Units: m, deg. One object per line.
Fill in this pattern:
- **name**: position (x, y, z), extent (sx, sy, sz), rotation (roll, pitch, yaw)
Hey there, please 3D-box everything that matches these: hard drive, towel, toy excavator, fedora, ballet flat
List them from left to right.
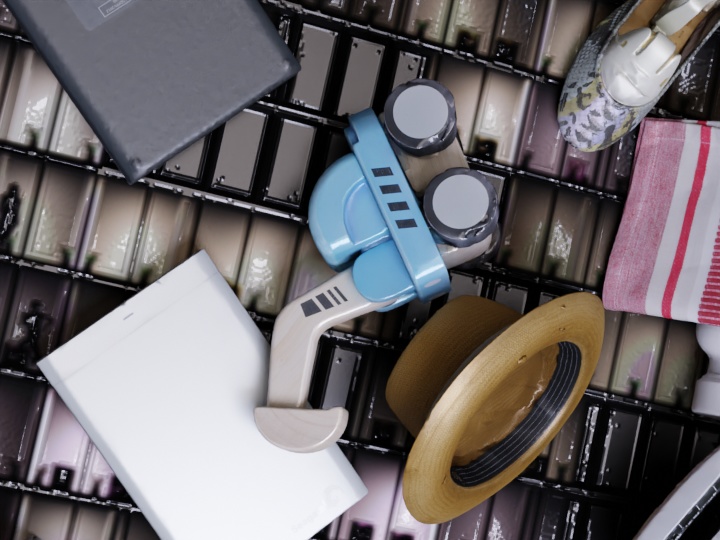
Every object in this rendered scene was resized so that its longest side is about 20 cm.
- **hard drive**: position (-0.150, -0.177, 0.873), extent (0.139, 0.033, 0.200), rotation (-35, 97, -12)
- **hard drive**: position (-0.103, 0.105, 0.881), extent (0.132, 0.026, 0.200), rotation (-35, 96, -12)
- **toy excavator**: position (0.000, 0.000, 0.871), extent (0.200, 0.100, 0.195), rotation (-24, 78, 2)
- **fedora**: position (0.077, 0.074, 0.874), extent (0.201, 0.201, 0.082), rotation (-45, 62, -11)
- **ballet flat**: position (0.214, -0.171, 0.946), extent (0.072, 0.072, 0.200), rotation (41, 80, -10)
- **towel**: position (0.262, -0.032, 0.898), extent (0.023, 0.200, 0.144), rotation (18, 83, -45)

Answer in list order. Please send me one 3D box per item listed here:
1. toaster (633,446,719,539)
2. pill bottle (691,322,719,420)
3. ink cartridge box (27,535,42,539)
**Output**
- **toaster**: position (0.260, 0.199, 0.893), extent (0.200, 0.114, 0.129), rotation (-45, 143, -7)
- **pill bottle**: position (0.304, 0.014, 0.939), extent (0.115, 0.116, 0.201), rotation (16, 85, -13)
- **ink cartridge box**: position (-0.214, 0.288, 0.818), extent (0.145, 0.083, 0.200), rotation (43, 79, -9)
